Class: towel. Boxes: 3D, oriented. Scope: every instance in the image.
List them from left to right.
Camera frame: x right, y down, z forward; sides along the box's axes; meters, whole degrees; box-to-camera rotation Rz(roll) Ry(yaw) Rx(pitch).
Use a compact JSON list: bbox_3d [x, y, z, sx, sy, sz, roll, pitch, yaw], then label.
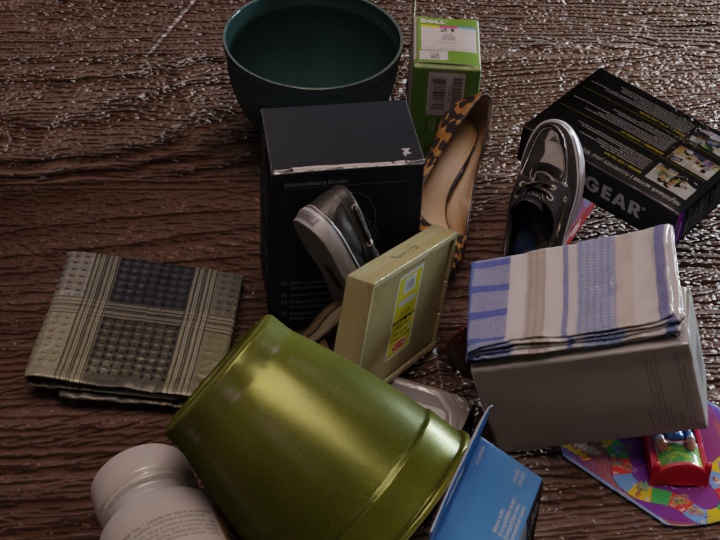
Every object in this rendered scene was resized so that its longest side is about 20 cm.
[{"bbox_3d":[-0.219,0.061,1.587,0.191,0.035,0.201,8,39,1],"label":"towel"},{"bbox_3d":[0.191,0.019,1.457,0.199,0.024,0.147,-10,37,15],"label":"towel"}]

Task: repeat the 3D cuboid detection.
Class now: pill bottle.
[{"bbox_3d":[-0.151,0.241,1.314,0.114,0.115,0.200,-14,44,-18],"label":"pill bottle"}]

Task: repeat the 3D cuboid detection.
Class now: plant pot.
[{"bbox_3d":[-0.048,0.144,1.309,0.193,0.200,0.201,42,47,-4],"label":"plant pot"},{"bbox_3d":[-0.054,-0.207,1.819,0.199,0.135,0.201,2,42,-2],"label":"plant pot"}]

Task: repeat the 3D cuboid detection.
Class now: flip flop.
[{"bbox_3d":[-0.048,0.100,1.466,0.057,0.081,0.200,33,42,12],"label":"flip flop"}]

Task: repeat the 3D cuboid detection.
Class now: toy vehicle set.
[{"bbox_3d":[0.031,0.040,1.497,0.026,0.125,0.200,18,21,20],"label":"toy vehicle set"}]

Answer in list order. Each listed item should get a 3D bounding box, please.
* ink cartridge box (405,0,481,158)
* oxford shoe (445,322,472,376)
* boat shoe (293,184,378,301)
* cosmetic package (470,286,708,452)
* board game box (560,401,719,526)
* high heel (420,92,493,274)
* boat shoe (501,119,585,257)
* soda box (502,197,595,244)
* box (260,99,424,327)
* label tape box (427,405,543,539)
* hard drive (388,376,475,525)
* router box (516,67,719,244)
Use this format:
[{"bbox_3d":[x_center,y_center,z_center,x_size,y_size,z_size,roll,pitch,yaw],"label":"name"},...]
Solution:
[{"bbox_3d":[0.092,-0.227,1.838,0.075,0.148,0.201,3,41,0],"label":"ink cartridge box"},{"bbox_3d":[0.176,0.045,1.555,0.199,0.071,0.075,-23,15,23],"label":"oxford shoe"},{"bbox_3d":[0.000,0.000,1.533,0.057,0.200,0.069,-45,48,-16],"label":"boat shoe"},{"bbox_3d":[0.208,0.092,1.468,0.199,0.113,0.081,-6,39,17],"label":"cosmetic package"},{"bbox_3d":[0.284,0.149,1.500,0.200,0.039,0.158,33,49,31],"label":"board game box"},{"bbox_3d":[0.100,-0.092,1.685,0.071,0.143,0.201,21,35,-19],"label":"high heel"},{"bbox_3d":[0.176,-0.059,1.629,0.070,0.066,0.201,12,86,23],"label":"boat shoe"},{"bbox_3d":[0.225,-0.095,1.754,0.063,0.070,0.200,23,44,18],"label":"soda box"},{"bbox_3d":[-0.022,-0.054,1.595,0.147,0.201,0.107,-4,41,-8],"label":"box"},{"bbox_3d":[0.095,0.229,1.276,0.066,0.201,0.144,17,43,13],"label":"label tape box"},{"bbox_3d":[-0.008,0.147,1.489,0.199,0.038,0.140,15,42,15],"label":"hard drive"},{"bbox_3d":[0.287,-0.123,1.701,0.200,0.051,0.149,33,50,26],"label":"router box"}]
